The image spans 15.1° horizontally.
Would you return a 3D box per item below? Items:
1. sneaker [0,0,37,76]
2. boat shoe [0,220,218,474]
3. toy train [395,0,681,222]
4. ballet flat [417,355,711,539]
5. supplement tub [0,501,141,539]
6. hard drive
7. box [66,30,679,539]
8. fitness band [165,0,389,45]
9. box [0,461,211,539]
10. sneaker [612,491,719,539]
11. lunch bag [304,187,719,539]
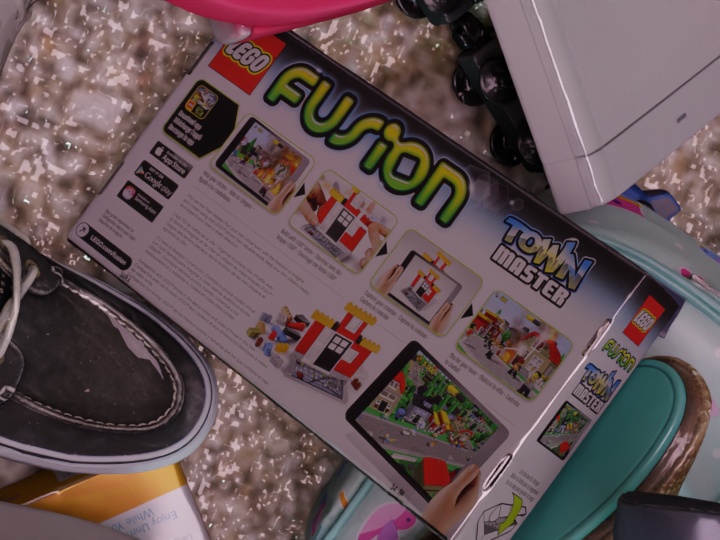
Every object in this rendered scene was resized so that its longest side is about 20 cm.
[{"bbox_3d":[-0.100,-0.127,0.941,0.115,0.076,0.201,5,95,-12],"label":"sneaker"},{"bbox_3d":[-0.140,0.015,0.940,0.199,0.071,0.072,23,73,-9],"label":"boat shoe"},{"bbox_3d":[0.067,-0.064,1.014,0.046,0.034,0.200,-38,104,-18],"label":"toy train"},{"bbox_3d":[0.053,0.107,0.934,0.200,0.071,0.065,-40,127,18],"label":"ballet flat"},{"bbox_3d":[-0.133,0.189,0.909,0.144,0.145,0.201,12,98,-15],"label":"supplement tub"},{"bbox_3d":[0.076,-0.137,0.966,0.132,0.027,0.201,-36,110,-50],"label":"hard drive"},{"bbox_3d":[0.000,0.000,0.936,0.110,0.200,0.035,-53,148,0],"label":"box"},{"bbox_3d":[-0.022,-0.158,0.931,0.200,0.037,0.144,-21,92,-36],"label":"fitness band"},{"bbox_3d":[-0.090,0.171,1.011,0.119,0.041,0.201,-23,105,-9],"label":"box"},{"bbox_3d":[0.140,0.125,0.892,0.200,0.070,0.082,26,77,-50],"label":"sneaker"},{"bbox_3d":[0.084,0.079,0.987,0.160,0.077,0.200,34,108,-5],"label":"lunch bag"}]
